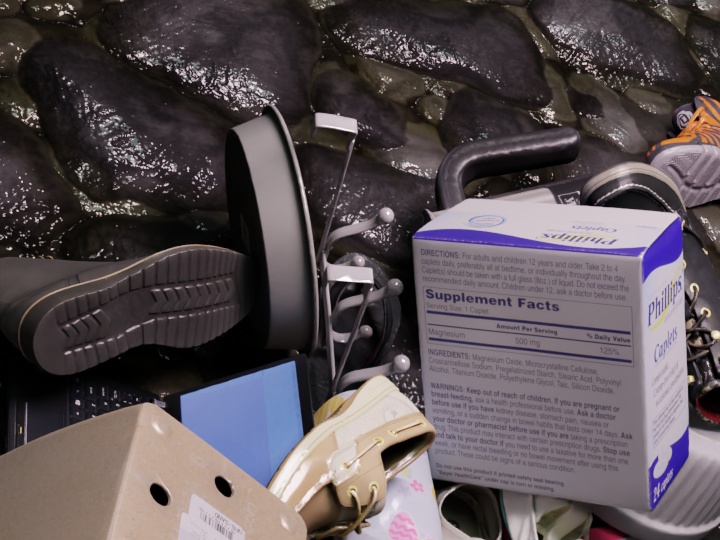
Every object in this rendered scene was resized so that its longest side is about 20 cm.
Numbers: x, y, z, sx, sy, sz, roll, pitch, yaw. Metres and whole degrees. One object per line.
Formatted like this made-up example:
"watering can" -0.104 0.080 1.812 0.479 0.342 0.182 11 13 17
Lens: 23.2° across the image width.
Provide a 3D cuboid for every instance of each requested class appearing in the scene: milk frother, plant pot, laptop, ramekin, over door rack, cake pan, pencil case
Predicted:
"milk frother" 0.154 -0.006 1.553 0.186 0.201 0.181 -11 44 -4
"plant pot" -0.142 0.200 1.040 0.199 0.177 0.201 40 27 -20
"laptop" -0.139 0.125 1.231 0.199 0.103 0.178 22 39 -29
"ramekin" 0.245 0.115 1.450 0.199 0.105 0.201 23 36 -18
"over door rack" 0.000 0.000 1.326 0.066 0.201 0.149 -4 57 -3
"cake pan" -0.072 -0.028 1.375 0.036 0.201 0.201 -9 52 -12
"pencil case" 0.014 0.183 1.295 0.090 0.083 0.201 5 47 -18

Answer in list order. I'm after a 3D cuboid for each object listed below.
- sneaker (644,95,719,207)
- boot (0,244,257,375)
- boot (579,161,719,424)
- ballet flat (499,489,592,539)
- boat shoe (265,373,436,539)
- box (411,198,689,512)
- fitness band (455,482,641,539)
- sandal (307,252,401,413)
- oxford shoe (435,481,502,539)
"sneaker" 0.347 -0.129 1.849 0.199 0.078 0.112 5 42 -45
"boot" -0.190 0.008 1.307 0.199 0.078 0.138 -10 22 -39
"boot" 0.246 0.018 1.358 0.204 0.073 0.155 46 20 -50
"ballet flat" 0.148 0.208 1.312 0.069 0.070 0.201 19 40 -17
"boat shoe" -0.010 0.141 1.190 0.066 0.074 0.200 33 41 13
"box" 0.145 0.059 1.312 0.183 0.202 0.105 6 22 28
"fitness band" 0.165 0.175 1.444 0.199 0.038 0.144 -2 49 -37
"sandal" -0.004 0.050 1.442 0.075 0.048 0.201 26 40 -8
"oxford shoe" 0.084 0.240 1.305 0.075 0.058 0.201 16 45 -26
